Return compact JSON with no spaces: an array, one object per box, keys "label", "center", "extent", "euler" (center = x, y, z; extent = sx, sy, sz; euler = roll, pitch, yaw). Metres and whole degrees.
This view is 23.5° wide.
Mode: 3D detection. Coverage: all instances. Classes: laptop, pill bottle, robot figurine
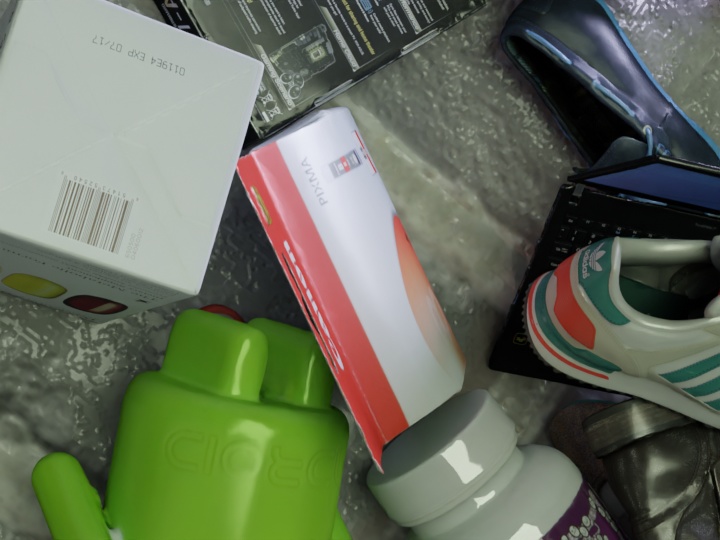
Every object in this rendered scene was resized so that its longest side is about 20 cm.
[{"label":"laptop","center":[0.188,0.016,0.929],"extent":[0.176,0.104,0.201],"euler":[12,121,-14]},{"label":"pill bottle","center":[0.093,0.167,0.936],"extent":[0.112,0.112,0.200],"euler":[-40,100,-18]},{"label":"robot figurine","center":[-0.071,0.124,0.865],"extent":[0.175,0.115,0.202],"euler":[9,93,-39]}]

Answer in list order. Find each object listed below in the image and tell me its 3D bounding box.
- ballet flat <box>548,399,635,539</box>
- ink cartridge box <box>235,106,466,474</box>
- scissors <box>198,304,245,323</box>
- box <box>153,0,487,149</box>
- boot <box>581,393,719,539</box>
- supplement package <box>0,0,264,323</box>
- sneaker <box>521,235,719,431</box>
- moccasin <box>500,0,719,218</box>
[{"label":"ballet flat","center":[0.192,0.143,0.990],"extent":[0.199,0.068,0.068],"euler":[30,39,-15]},{"label":"ink cartridge box","center":[0.000,0.000,0.871],"extent":[0.050,0.200,0.163],"euler":[-25,95,5]},{"label":"scissors","center":[-0.096,0.110,0.921],"extent":[0.073,0.014,0.201],"euler":[32,74,-17]},{"label":"box","center":[-0.046,-0.192,0.949],"extent":[0.160,0.043,0.201],"euler":[-33,97,-20]},{"label":"boot","center":[0.211,0.146,0.928],"extent":[0.199,0.069,0.175],"euler":[-9,73,-27]},{"label":"supplement package","center":[-0.137,-0.047,0.820],"extent":[0.113,0.200,0.110],"euler":[19,79,-17]},{"label":"sneaker","center":[0.187,0.030,0.874],"extent":[0.198,0.093,0.071],"euler":[15,62,-15]},{"label":"moccasin","center":[0.146,-0.069,0.997],"extent":[0.068,0.080,0.200],"euler":[-37,87,-35]}]
